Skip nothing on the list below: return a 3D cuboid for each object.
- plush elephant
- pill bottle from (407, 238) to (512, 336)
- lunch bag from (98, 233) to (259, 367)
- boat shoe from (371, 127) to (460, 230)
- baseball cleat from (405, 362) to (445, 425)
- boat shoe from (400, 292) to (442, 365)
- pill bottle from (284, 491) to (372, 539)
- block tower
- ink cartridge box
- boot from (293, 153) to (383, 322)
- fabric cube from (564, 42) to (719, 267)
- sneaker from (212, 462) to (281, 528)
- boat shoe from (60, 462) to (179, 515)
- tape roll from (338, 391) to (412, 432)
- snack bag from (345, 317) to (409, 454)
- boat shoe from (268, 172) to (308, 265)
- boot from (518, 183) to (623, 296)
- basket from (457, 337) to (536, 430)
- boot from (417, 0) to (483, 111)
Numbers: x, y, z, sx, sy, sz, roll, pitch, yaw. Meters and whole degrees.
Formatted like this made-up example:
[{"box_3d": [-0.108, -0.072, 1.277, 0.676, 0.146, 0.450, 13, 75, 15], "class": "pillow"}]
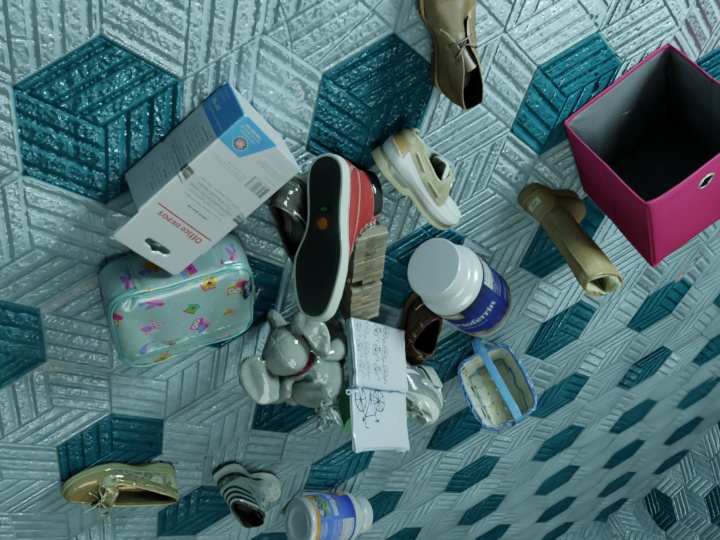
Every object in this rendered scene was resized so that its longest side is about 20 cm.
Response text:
[{"box_3d": [-0.098, 0.128, 1.067, 0.163, 0.201, 0.156, -32, 122, 0], "class": "plush elephant"}, {"box_3d": [0.163, 0.027, 1.171, 0.115, 0.117, 0.199, -41, 142, 14], "class": "pill bottle"}, {"box_3d": [-0.230, 0.042, 0.931, 0.196, 0.078, 0.163, -15, 141, -22], "class": "lunch bag"}, {"box_3d": [0.096, -0.121, 0.982, 0.068, 0.076, 0.199, -35, 144, 17], "class": "boat shoe"}, {"box_3d": [0.068, 0.182, 1.265, 0.070, 0.201, 0.106, -42, 179, 39], "class": "baseball cleat"}, {"box_3d": [0.106, 0.123, 1.281, 0.069, 0.071, 0.202, -22, 145, -18], "class": "boat shoe"}, {"box_3d": [-0.067, 0.568, 1.637, 0.197, 0.113, 0.113, 9, 129, -43], "class": "pill bottle"}, {"box_3d": [0.000, 0.000, 1.071, 0.053, 0.058, 0.202, -17, 143, -18], "class": "block tower"}, {"box_3d": [-0.181, -0.099, 0.811, 0.199, 0.067, 0.116, -38, 144, 8], "class": "ink cartridge box"}, {"box_3d": [-0.018, -0.035, 0.919, 0.143, 0.071, 0.206, 9, 88, -63], "class": "boot"}, {"box_3d": [0.455, -0.168, 1.084, 0.194, 0.202, 0.200, -35, 145, 5], "class": "fabric cube"}, {"box_3d": [-0.208, 0.456, 1.398, 0.075, 0.117, 0.200, -36, 144, 8], "class": "sneaker"}, {"box_3d": [-0.398, 0.367, 1.200, 0.196, 0.063, 0.074, 4, 133, -38], "class": "boat shoe"}, {"box_3d": [0.056, 0.252, 1.376, 0.195, 0.049, 0.202, -16, 153, -8], "class": "tape roll"}, {"box_3d": [0.032, 0.185, 1.127, 0.021, 0.206, 0.187, -9, 164, 28], "class": "snack bag"}, {"box_3d": [-0.081, -0.039, 0.943, 0.202, 0.065, 0.058, 76, 33, -47], "class": "boat shoe"}, {"box_3d": [0.354, -0.043, 1.154, 0.172, 0.202, 0.067, 6, 132, -39], "class": "boot"}, {"box_3d": [0.278, 0.238, 1.449, 0.136, 0.179, 0.201, -25, 155, -2], "class": "basket"}, {"box_3d": [0.114, -0.272, 0.820, 0.072, 0.076, 0.202, -25, 143, -5], "class": "boot"}]
